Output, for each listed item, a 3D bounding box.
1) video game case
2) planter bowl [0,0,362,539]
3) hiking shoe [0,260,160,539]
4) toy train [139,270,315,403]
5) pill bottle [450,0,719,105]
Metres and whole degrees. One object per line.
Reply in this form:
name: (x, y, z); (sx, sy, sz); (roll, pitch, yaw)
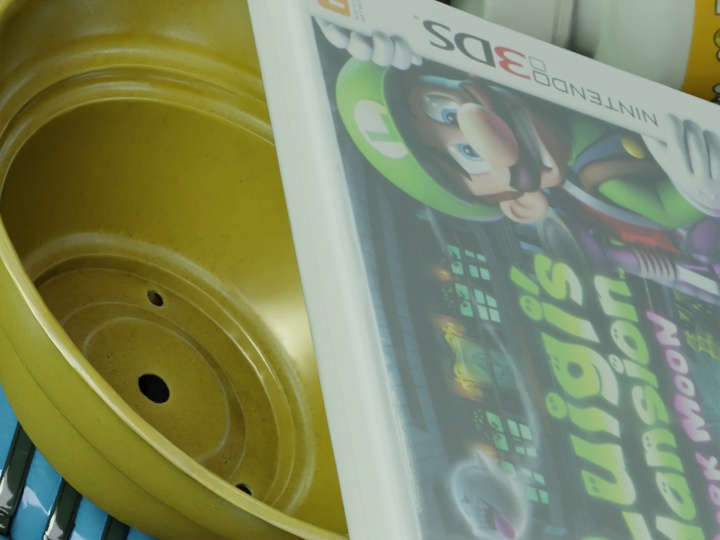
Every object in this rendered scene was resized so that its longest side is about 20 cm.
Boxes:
video game case: (0.061, 0.014, 0.765); (0.181, 0.023, 0.200); (16, 45, -32)
planter bowl: (-0.037, 0.013, 0.762); (0.200, 0.083, 0.201); (26, 40, -24)
hiking shoe: (-0.086, 0.079, 0.800); (0.087, 0.074, 0.200); (-23, 70, -31)
toy train: (0.000, 0.000, 0.871); (0.199, 0.085, 0.114); (2, 48, 11)
pill bottle: (0.133, -0.106, 0.940); (0.199, 0.113, 0.113); (-1, 67, -7)
